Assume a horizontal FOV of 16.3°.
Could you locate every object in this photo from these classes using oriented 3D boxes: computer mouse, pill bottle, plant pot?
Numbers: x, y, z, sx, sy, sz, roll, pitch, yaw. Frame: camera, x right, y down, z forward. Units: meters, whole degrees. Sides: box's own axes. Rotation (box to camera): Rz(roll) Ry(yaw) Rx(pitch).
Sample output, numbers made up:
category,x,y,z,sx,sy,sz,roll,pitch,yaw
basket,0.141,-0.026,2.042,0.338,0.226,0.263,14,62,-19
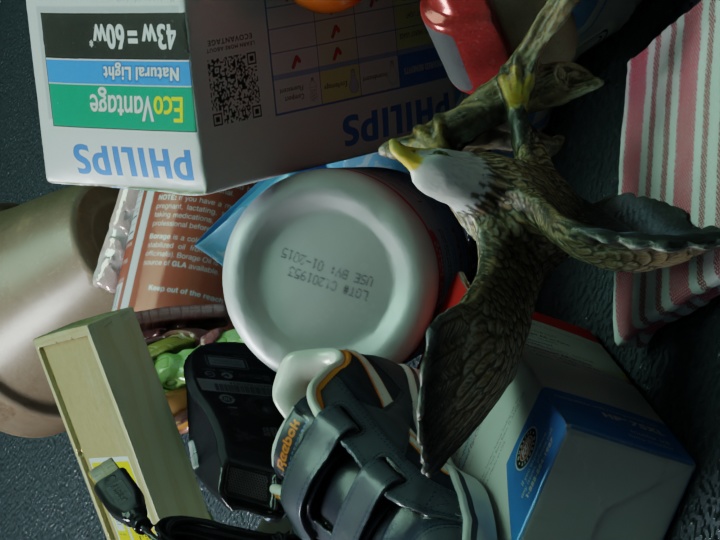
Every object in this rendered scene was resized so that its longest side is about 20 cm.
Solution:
category,x,y,z,sx,sy,sz,roll,pitch,yaw
computer mouse,-0.071,0.101,1.228,0.200,0.139,0.046,-123,41,-54
pill bottle,-0.103,-0.026,1.742,0.112,0.111,0.202,153,131,-67
plant pot,-0.242,0.013,2.055,0.174,0.199,0.201,-33,41,40
pill bottle,0.000,0.000,1.320,0.200,0.108,0.110,-17,-53,-79

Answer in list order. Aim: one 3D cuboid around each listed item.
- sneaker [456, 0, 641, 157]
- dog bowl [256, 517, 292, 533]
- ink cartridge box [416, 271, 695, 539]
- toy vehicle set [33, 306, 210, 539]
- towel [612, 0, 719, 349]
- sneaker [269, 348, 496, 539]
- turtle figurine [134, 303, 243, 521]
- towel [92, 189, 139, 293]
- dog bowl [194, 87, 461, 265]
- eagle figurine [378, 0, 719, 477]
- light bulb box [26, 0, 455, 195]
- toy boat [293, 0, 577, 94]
category,x,y,z,sx,sy,sz,roll,pitch,yaw
sneaker,0.082,-0.117,1.323,0.200,0.072,0.072,124,154,-48
dog bowl,-0.009,0.199,1.301,0.200,0.078,0.202,-164,90,-73
ink cartridge box,0.074,0.090,1.161,0.200,0.067,0.117,-120,49,-67
toy vehicle set,-0.114,0.121,1.330,0.124,0.026,0.201,-10,100,69
towel,0.165,-0.058,1.091,0.200,0.030,0.147,140,140,-62
sneaker,0.003,0.101,1.131,0.200,0.079,0.079,-114,44,-63
turtle figurine,-0.060,0.092,1.458,0.199,0.193,0.145,13,112,36
towel,-0.132,-0.074,1.871,0.191,0.032,0.202,21,-94,-77
dog bowl,-0.010,-0.059,1.471,0.200,0.050,0.112,-38,7,26
eagle figurine,0.071,-0.012,1.065,0.201,0.150,0.153,-112,25,-47
light bulb box,-0.062,-0.155,1.294,0.124,0.197,0.202,5,105,43
toy boat,0.020,-0.163,1.198,0.131,0.130,0.201,61,-166,-49
